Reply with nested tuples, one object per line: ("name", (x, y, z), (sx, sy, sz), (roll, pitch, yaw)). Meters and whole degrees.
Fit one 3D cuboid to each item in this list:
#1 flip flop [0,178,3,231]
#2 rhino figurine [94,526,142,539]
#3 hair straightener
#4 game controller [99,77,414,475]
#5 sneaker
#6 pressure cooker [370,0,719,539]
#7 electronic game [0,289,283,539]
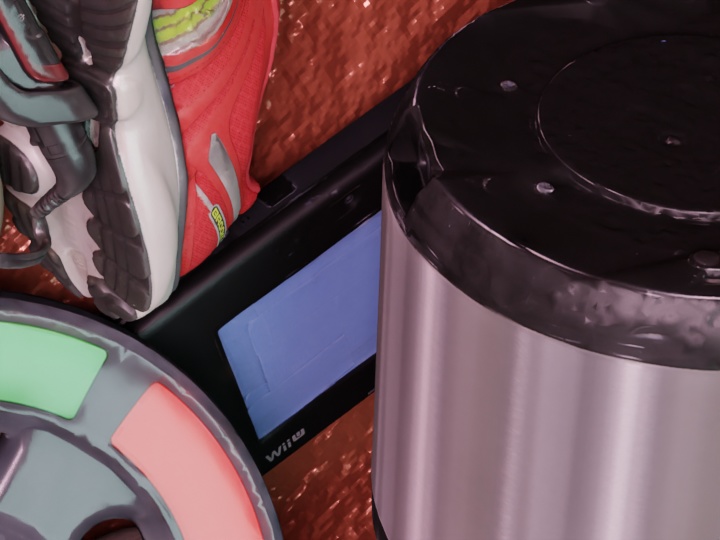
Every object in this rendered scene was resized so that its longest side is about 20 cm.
("flip flop", (-0.145, 0.051, 0.681), (0.081, 0.058, 0.201), (21, 90, -15))
("rhino figurine", (-0.115, 0.153, 0.823), (0.199, 0.060, 0.088), (-37, 142, -3))
("hair straightener", (-0.127, -0.074, 0.637), (0.077, 0.041, 0.201), (-35, 126, -13))
("game controller", (0.000, 0.000, 0.822), (0.199, 0.042, 0.105), (-36, 137, -14))
("sneaker", (-0.059, -0.084, 0.703), (0.085, 0.077, 0.201), (-40, 146, -39))
("pressure cooker", (0.089, 0.036, 0.768), (0.174, 0.179, 0.201), (-10, 128, -17))
("electronic game", (-0.117, 0.103, 0.746), (0.198, 0.042, 0.202), (-4, 104, -15))
